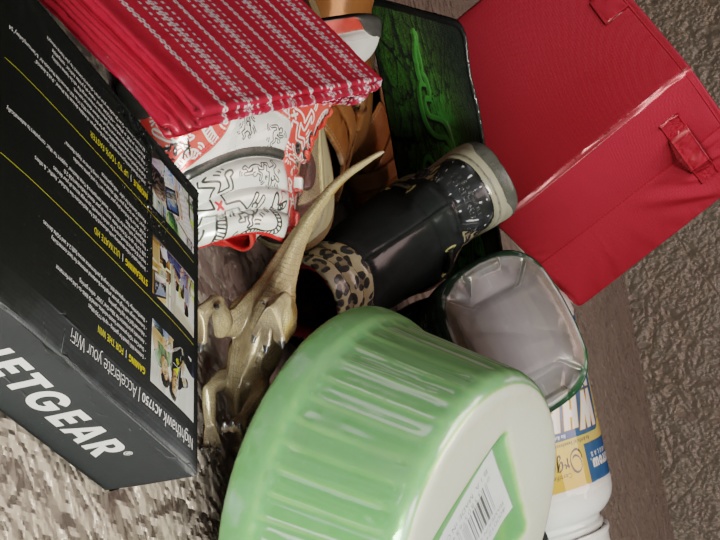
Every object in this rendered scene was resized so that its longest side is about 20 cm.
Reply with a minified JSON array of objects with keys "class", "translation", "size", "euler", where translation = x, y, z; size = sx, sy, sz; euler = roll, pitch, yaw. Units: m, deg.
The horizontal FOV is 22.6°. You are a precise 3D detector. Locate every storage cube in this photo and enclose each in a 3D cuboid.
[{"class":"storage cube","translation":[0.164,-0.113,1.375],"size":[0.171,0.179,0.200],"euler":[38,17,-54]}]

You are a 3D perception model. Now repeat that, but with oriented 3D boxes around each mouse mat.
[{"class":"mouse mat","translation":[0.052,-0.081,1.229],"size":[0.161,0.007,0.201],"euler":[-149,-136,-64]}]

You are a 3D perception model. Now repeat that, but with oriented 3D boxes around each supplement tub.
[{"class":"supplement tub","translation":[0.110,0.124,1.370],"size":[0.145,0.144,0.201],"euler":[-13,90,-76]}]

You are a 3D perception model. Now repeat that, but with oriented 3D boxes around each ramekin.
[{"class":"ramekin","translation":[0.022,0.127,0.948],"size":[0.200,0.097,0.201],"euler":[-34,131,-49]}]

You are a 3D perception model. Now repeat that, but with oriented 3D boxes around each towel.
[{"class":"towel","translation":[-0.082,-0.126,0.887],"size":[0.145,0.023,0.200],"euler":[46,25,12]}]

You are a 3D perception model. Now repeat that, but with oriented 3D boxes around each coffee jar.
[{"class":"coffee jar","translation":[0.069,0.058,1.177],"size":[0.105,0.085,0.200],"euler":[62,-20,3]}]

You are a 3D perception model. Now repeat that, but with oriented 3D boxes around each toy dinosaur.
[{"class":"toy dinosaur","translation":[-0.052,0.026,0.950],"size":[0.101,0.058,0.201],"euler":[-22,131,-73]}]

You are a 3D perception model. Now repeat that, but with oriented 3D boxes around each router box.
[{"class":"router box","translation":[-0.127,-0.012,0.758],"size":[0.200,0.051,0.150],"euler":[54,29,-57]}]

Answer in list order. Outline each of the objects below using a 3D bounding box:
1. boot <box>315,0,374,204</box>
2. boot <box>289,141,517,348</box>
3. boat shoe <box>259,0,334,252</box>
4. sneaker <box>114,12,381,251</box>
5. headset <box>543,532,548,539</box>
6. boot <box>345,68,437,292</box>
[{"class":"boot","translation":[-0.033,-0.146,1.164],"size":[0.156,0.076,0.201],"euler":[-78,169,-45]},{"class":"boot","translation":[-0.001,-0.002,1.165],"size":[0.074,0.153,0.204],"euler":[55,-29,2]},{"class":"boat shoe","translation":[-0.061,-0.112,1.072],"size":[0.072,0.072,0.201],"euler":[30,51,-66]},{"class":"sneaker","translation":[-0.050,-0.075,0.997],"size":[0.201,0.067,0.109],"euler":[-27,107,-51]},{"class":"headset","translation":[0.069,0.162,1.185],"size":[0.094,0.123,0.200],"euler":[-63,157,-9]},{"class":"boot","translation":[0.021,-0.096,1.398],"size":[0.201,0.076,0.156],"euler":[-77,146,-48]}]
